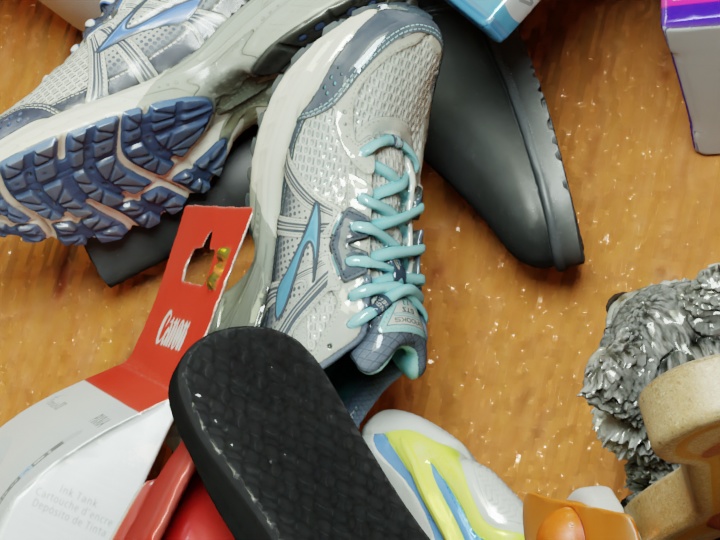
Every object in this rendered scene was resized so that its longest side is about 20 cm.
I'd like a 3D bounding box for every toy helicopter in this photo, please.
[{"bbox_3d":[0.109,0.067,0.890,0.131,0.200,0.079,-12,68,7],"label":"toy helicopter"}]

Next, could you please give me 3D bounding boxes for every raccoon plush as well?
[{"bbox_3d":[0.163,0.077,1.009,0.199,0.134,0.097,30,73,25],"label":"raccoon plush"}]

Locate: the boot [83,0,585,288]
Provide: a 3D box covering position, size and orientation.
[{"bbox_3d":[-0.021,-0.040,1.154,0.199,0.066,0.165,-18,54,1],"label":"boot"}]

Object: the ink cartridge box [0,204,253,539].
[{"bbox_3d":[-0.109,0.060,1.047,0.047,0.160,0.201,24,87,-12],"label":"ink cartridge box"}]

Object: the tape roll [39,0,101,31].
[{"bbox_3d":[-0.106,-0.217,1.187,0.202,0.139,0.204,-22,52,31],"label":"tape roll"}]

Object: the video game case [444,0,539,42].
[{"bbox_3d":[0.076,-0.199,1.090,0.200,0.018,0.143,-48,50,2],"label":"video game case"}]

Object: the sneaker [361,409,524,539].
[{"bbox_3d":[0.041,0.142,1.041,0.105,0.076,0.200,-43,56,-2],"label":"sneaker"}]

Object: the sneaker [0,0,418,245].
[{"bbox_3d":[-0.078,-0.082,1.128,0.199,0.077,0.085,-27,56,-3],"label":"sneaker"}]

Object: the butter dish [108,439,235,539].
[{"bbox_3d":[-0.036,0.176,0.981,0.147,0.200,0.201,23,68,11],"label":"butter dish"}]

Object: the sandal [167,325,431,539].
[{"bbox_3d":[-0.005,0.108,0.906,0.075,0.045,0.201,-9,56,-33],"label":"sandal"}]

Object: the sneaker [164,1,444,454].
[{"bbox_3d":[0.000,0.000,1.063,0.086,0.077,0.201,28,103,42],"label":"sneaker"}]

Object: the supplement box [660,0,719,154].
[{"bbox_3d":[0.177,-0.161,1.149,0.103,0.101,0.201,-3,62,14],"label":"supplement box"}]
